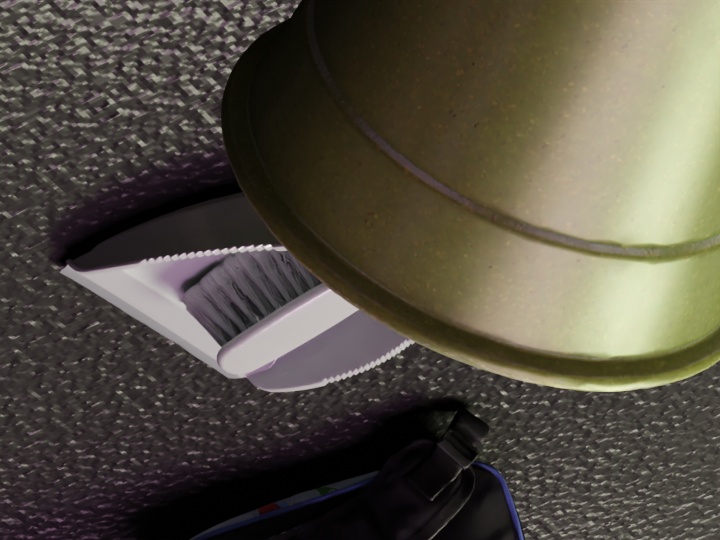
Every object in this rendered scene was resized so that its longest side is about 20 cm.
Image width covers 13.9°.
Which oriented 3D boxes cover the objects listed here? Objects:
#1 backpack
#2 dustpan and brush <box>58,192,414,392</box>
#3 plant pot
[{"bbox_3d":[-0.009,0.186,1.358,0.190,0.201,0.154,-10,161,-2],"label":"backpack"},{"bbox_3d":[0.000,0.000,1.175,0.200,0.057,0.140,-29,145,20],"label":"dustpan and brush"},{"bbox_3d":[0.078,-0.098,0.971,0.200,0.200,0.190,4,130,-27],"label":"plant pot"}]
